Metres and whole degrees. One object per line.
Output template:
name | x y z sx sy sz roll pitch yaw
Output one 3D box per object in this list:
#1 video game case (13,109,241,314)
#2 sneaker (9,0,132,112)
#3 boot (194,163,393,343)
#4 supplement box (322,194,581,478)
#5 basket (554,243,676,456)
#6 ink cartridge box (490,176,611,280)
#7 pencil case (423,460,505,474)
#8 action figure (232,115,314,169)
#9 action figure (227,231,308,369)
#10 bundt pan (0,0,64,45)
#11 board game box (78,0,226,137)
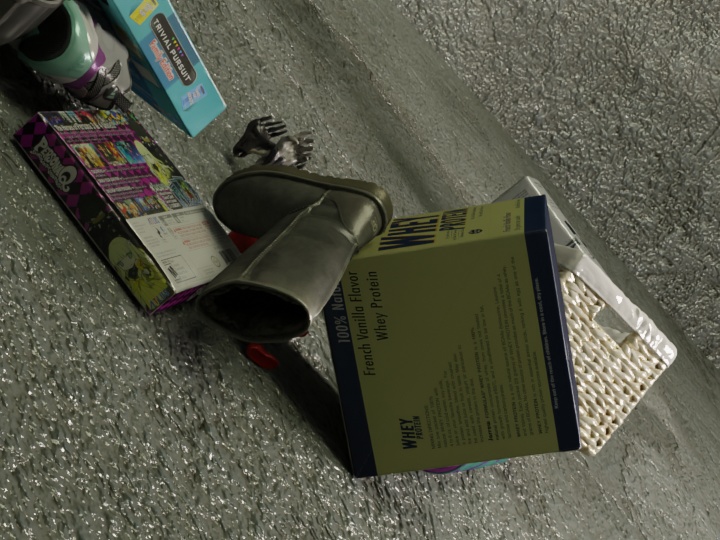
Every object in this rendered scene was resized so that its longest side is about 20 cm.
video game case | -0.184 -0.054 1.452 0.181 0.036 0.200 52 14 3
sneaker | -0.256 -0.201 1.508 0.140 0.078 0.200 42 11 -50
boot | -0.080 -0.012 1.429 0.200 0.181 0.073 -54 136 -47
supplement box | 0.080 0.056 1.534 0.134 0.199 0.201 -70 150 -74
basket | 0.199 0.077 1.925 0.198 0.161 0.200 43 -14 -31
ink cartridge box | 0.242 -0.008 2.442 0.200 0.146 0.083 56 14 12
pencil case | 0.103 0.154 1.734 0.092 0.085 0.200 15 3 21
action figure | -0.066 -0.084 1.765 0.119 0.102 0.200 56 8 -36
action figure | -0.070 0.016 1.576 0.099 0.065 0.200 31 24 -33
bundt pan | -0.327 -0.250 1.368 0.202 0.076 0.202 37 21 -17
board game box | -0.212 -0.227 1.557 0.151 0.047 0.200 38 -16 35
